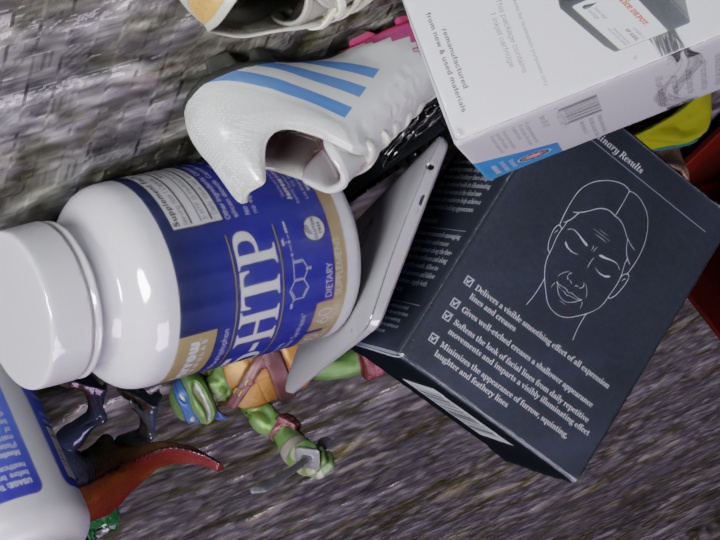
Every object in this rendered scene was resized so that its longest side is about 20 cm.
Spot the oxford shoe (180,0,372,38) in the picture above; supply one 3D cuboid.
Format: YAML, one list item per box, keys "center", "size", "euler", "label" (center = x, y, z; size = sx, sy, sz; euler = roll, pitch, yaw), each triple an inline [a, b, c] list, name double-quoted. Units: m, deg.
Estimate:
- center: [-0.016, -0.147, 0.990]
  size: [0.199, 0.058, 0.075]
  euler: [-11, 153, -45]
  label: "oxford shoe"

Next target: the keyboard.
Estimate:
- center: [0.057, -0.096, 1.238]
  size: [0.200, 0.021, 0.127]
  euler: [-35, 177, 20]
  label: "keyboard"

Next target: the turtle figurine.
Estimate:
- center: [-0.032, 0.062, 1.390]
  size: [0.193, 0.144, 0.200]
  euler: [-27, 166, -14]
  label: "turtle figurine"

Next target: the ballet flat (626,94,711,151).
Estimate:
- center: [0.164, -0.103, 1.370]
  size: [0.199, 0.067, 0.067]
  euler: [-20, 139, -31]
  label: "ballet flat"

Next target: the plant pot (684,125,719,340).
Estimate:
- center: [0.377, -0.047, 1.626]
  size: [0.176, 0.200, 0.200]
  euler: [-28, 167, -44]
  label: "plant pot"

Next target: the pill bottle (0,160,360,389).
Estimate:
- center: [-0.111, 0.002, 1.154]
  size: [0.199, 0.120, 0.120]
  euler: [-15, 158, -34]
  label: "pill bottle"

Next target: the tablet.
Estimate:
- center: [0.000, 0.000, 1.261]
  size: [0.014, 0.131, 0.200]
  euler: [25, 159, -10]
  label: "tablet"

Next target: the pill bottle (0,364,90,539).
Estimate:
- center: [-0.229, 0.130, 1.199]
  size: [0.112, 0.201, 0.112]
  euler: [-24, 161, -9]
  label: "pill bottle"

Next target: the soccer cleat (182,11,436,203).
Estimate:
- center: [-0.005, -0.086, 1.121]
  size: [0.199, 0.087, 0.070]
  euler: [-17, 159, -31]
  label: "soccer cleat"

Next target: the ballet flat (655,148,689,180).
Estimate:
- center: [0.169, -0.066, 1.446]
  size: [0.199, 0.068, 0.068]
  euler: [-12, 156, -39]
  label: "ballet flat"

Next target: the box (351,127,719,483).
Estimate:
- center: [0.110, 0.005, 1.263]
  size: [0.201, 0.148, 0.107]
  euler: [-57, -160, -9]
  label: "box"

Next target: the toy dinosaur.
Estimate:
- center: [-0.213, 0.158, 1.401]
  size: [0.105, 0.200, 0.182]
  euler: [13, 107, -41]
  label: "toy dinosaur"

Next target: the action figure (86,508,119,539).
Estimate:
- center: [-0.284, 0.255, 1.698]
  size: [0.200, 0.055, 0.118]
  euler: [-36, 158, 11]
  label: "action figure"

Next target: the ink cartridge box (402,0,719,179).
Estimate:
- center: [0.136, -0.128, 1.037]
  size: [0.199, 0.084, 0.145]
  euler: [-21, 171, 8]
  label: "ink cartridge box"
